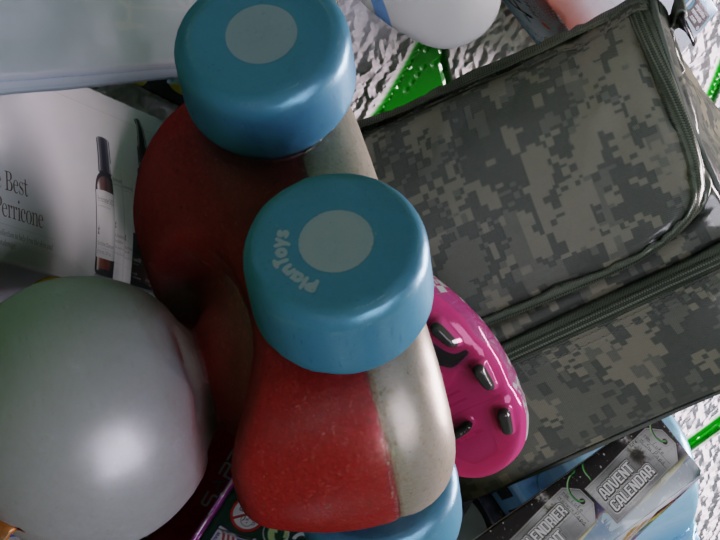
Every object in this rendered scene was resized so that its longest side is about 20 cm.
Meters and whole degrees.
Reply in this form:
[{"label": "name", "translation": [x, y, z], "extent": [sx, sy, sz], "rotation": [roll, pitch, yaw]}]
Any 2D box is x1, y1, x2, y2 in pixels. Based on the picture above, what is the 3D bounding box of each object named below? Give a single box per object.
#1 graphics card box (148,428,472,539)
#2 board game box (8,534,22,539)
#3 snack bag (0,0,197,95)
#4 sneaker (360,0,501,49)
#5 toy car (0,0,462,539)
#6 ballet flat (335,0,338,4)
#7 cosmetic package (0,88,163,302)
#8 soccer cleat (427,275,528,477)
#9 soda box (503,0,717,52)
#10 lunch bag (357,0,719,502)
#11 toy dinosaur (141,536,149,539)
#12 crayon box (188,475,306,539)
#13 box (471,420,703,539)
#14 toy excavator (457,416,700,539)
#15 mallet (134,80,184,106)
[{"label": "graphics card box", "translation": [-0.023, 0.117, 1.265], "extent": [0.126, 0.051, 0.200], "rotation": [-59, 152, -11]}, {"label": "board game box", "translation": [-0.240, 0.145, 0.991], "extent": [0.200, 0.199, 0.201], "rotation": [0, 119, -62]}, {"label": "snack bag", "translation": [-0.133, -0.153, 0.963], "extent": [0.188, 0.021, 0.201], "rotation": [-8, 79, -38]}, {"label": "sneaker", "translation": [0.016, -0.160, 1.061], "extent": [0.072, 0.073, 0.201], "rotation": [-32, 133, -10]}, {"label": "toy car", "translation": [-0.078, 0.027, 0.952], "extent": [0.199, 0.178, 0.185], "rotation": [-16, 147, -5]}, {"label": "ballet flat", "translation": [-0.048, -0.154, 1.108], "extent": [0.062, 0.067, 0.201], "rotation": [-61, 149, -47]}, {"label": "cosmetic package", "translation": [-0.126, -0.031, 1.041], "extent": [0.200, 0.050, 0.083], "rotation": [20, 63, -70]}, {"label": "soccer cleat", "translation": [0.000, 0.000, 1.125], "extent": [0.070, 0.087, 0.200], "rotation": [-36, 111, 26]}, {"label": "soda box", "translation": [0.082, -0.159, 1.206], "extent": [0.068, 0.064, 0.200], "rotation": [-48, 138, -4]}, {"label": "lunch bag", "translation": [0.081, -0.015, 1.205], "extent": [0.199, 0.139, 0.169], "rotation": [-23, 104, 13]}, {"label": "toy dinosaur", "translation": [-0.133, 0.069, 1.124], "extent": [0.199, 0.060, 0.107], "rotation": [-18, 90, 6]}, {"label": "crayon box", "translation": [-0.044, 0.156, 1.107], "extent": [0.201, 0.058, 0.173], "rotation": [-57, 166, -11]}, {"label": "box", "translation": [0.059, 0.152, 1.239], "extent": [0.137, 0.040, 0.200], "rotation": [-32, 167, -35]}, {"label": "toy excavator", "translation": [0.113, 0.073, 1.348], "extent": [0.099, 0.195, 0.200], "rotation": [-20, 157, -29]}, {"label": "mallet", "translation": [-0.090, -0.095, 1.124], "extent": [0.199, 0.041, 0.066], "rotation": [10, 109, -49]}]
